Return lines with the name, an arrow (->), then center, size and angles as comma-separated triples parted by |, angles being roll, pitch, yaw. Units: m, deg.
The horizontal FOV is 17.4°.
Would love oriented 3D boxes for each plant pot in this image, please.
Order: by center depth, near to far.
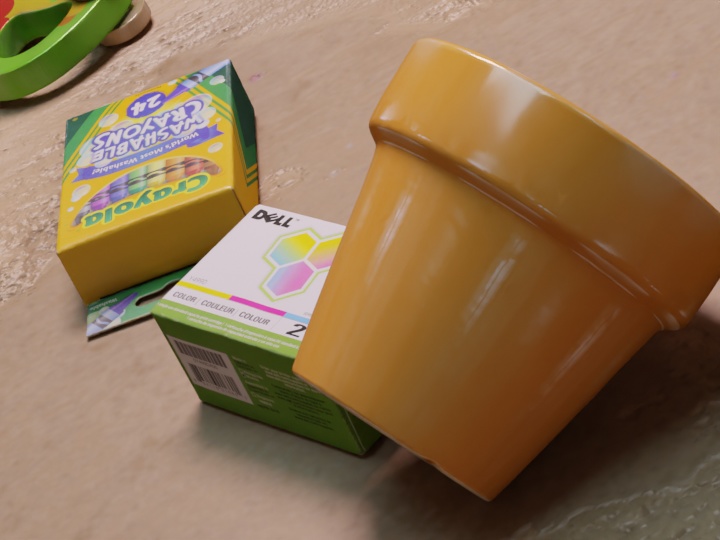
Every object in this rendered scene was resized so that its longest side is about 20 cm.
plant pot -> 0.065, 0.010, 1.221 | 0.200, 0.200, 0.184 | 29, 85, 51

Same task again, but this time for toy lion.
toy lion -> -0.287, -0.180, 1.829 | 0.192, 0.069, 0.200 | -46, 39, -17

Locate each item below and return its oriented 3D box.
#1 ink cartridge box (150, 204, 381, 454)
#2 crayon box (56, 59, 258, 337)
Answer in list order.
ink cartridge box -> 0.000, 0.000, 1.375 | 0.147, 0.076, 0.200 | 15, 52, 44
crayon box -> -0.133, -0.052, 1.556 | 0.125, 0.052, 0.200 | -20, 34, 9
